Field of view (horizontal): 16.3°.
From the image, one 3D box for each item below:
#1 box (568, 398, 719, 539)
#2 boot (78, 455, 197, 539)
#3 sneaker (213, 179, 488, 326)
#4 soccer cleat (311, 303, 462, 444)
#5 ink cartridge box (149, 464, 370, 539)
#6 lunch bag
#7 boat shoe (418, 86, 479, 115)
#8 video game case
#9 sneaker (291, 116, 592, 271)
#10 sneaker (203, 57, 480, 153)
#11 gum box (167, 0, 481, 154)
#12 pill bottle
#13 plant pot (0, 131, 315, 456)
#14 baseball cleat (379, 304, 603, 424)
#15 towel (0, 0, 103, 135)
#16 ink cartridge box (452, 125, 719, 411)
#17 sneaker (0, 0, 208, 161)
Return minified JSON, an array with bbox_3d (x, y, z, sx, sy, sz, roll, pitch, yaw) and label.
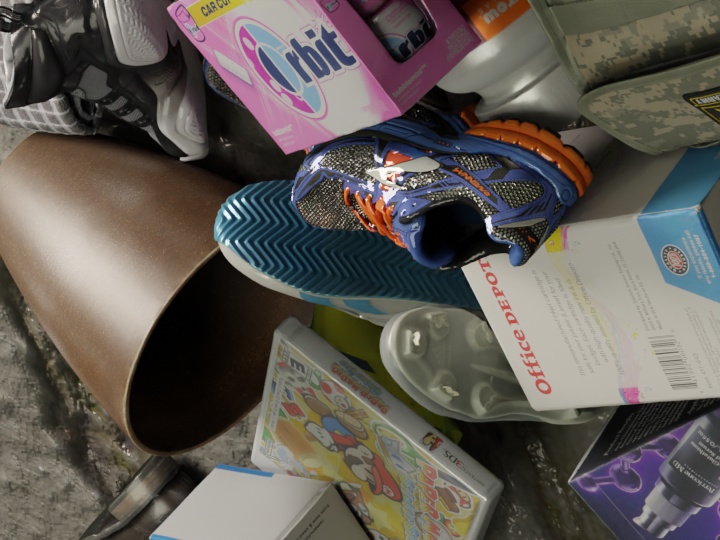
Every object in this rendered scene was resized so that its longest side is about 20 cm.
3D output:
[{"bbox_3d":[0.253,0.121,1.537,0.148,0.104,0.200,47,138,-8],"label":"box"},{"bbox_3d":[-0.132,0.241,1.953,0.174,0.069,0.200,41,139,-2],"label":"boot"},{"bbox_3d":[0.000,0.000,1.595,0.199,0.077,0.081,14,157,-13],"label":"sneaker"},{"bbox_3d":[0.028,0.092,1.712,0.083,0.065,0.201,-4,125,35],"label":"soccer cleat"},{"bbox_3d":[-0.038,0.244,1.797,0.146,0.086,0.200,3,134,53],"label":"ink cartridge box"},{"bbox_3d":[0.185,-0.152,1.344,0.163,0.118,0.201,-13,117,38],"label":"lunch bag"},{"bbox_3d":[-0.005,-0.161,1.518,0.200,0.065,0.072,33,140,10],"label":"boat shoe"},{"bbox_3d":[0.006,0.136,1.699,0.182,0.023,0.200,38,152,14],"label":"video game case"},{"bbox_3d":[0.034,-0.040,1.436,0.199,0.079,0.075,-2,141,42],"label":"sneaker"},{"bbox_3d":[-0.014,-0.097,1.558,0.199,0.078,0.076,23,136,19],"label":"sneaker"},{"bbox_3d":[-0.022,-0.138,1.398,0.114,0.066,0.200,50,161,-11],"label":"gum box"},{"bbox_3d":[0.060,-0.172,1.428,0.109,0.110,0.200,-26,106,46],"label":"pill bottle"},{"bbox_3d":[-0.156,-0.007,1.697,0.200,0.187,0.188,36,140,27],"label":"plant pot"},{"bbox_3d":[0.067,0.068,1.589,0.199,0.070,0.106,18,163,-41],"label":"baseball cleat"},{"bbox_3d":[-0.256,-0.188,1.668,0.165,0.086,0.201,8,129,30],"label":"towel"},{"bbox_3d":[0.162,-0.007,1.479,0.199,0.125,0.129,-6,121,40],"label":"ink cartridge box"},{"bbox_3d":[-0.167,-0.127,1.603,0.113,0.076,0.200,-10,152,8],"label":"sneaker"}]
